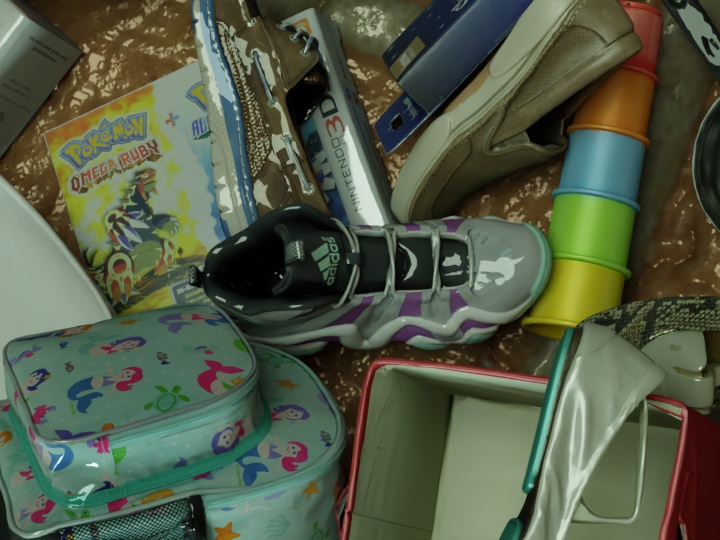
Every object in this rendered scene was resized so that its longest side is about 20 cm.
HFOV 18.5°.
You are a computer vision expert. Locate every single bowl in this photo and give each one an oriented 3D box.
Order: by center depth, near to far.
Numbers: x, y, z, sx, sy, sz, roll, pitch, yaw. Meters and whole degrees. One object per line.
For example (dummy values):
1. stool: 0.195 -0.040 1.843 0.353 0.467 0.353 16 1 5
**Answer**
1. bowl: -0.246 0.055 1.371 0.200 0.075 0.200 -45 62 2

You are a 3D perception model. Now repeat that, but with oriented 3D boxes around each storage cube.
1. storage cube: 0.098 0.151 1.211 0.199 0.180 0.172 7 83 21

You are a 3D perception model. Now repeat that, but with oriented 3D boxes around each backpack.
1. backpack: -0.106 0.107 1.228 0.199 0.178 0.151 -6 115 -16

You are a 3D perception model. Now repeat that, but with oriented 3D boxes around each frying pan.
1. frying pan: 0.220 -0.082 1.287 0.190 0.031 0.115 35 93 20

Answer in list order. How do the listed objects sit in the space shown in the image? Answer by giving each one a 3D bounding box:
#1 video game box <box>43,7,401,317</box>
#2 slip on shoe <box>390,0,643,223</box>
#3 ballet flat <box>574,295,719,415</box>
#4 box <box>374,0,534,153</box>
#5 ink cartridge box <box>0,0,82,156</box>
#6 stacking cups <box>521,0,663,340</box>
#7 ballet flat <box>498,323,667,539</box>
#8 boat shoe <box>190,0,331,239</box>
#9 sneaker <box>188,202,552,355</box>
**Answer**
1. video game box: -0.081 -0.041 1.381 0.200 0.047 0.183 -24 71 14
2. slip on shoe: 0.090 -0.085 1.288 0.061 0.076 0.200 46 120 13
3. ballet flat: 0.214 0.051 1.221 0.199 0.075 0.068 -1 119 3
4. box: 0.072 -0.157 1.310 0.032 0.121 0.200 42 97 -11
5. ink cartridge box: -0.305 -0.117 1.451 0.147 0.083 0.200 41 95 22
6. stacking cups: 0.138 -0.059 1.304 0.060 0.060 0.201 5 79 20
7. ballet flat: 0.100 0.126 1.091 0.069 0.069 0.201 19 86 21
8. boat shoe: -0.056 -0.113 1.331 0.072 0.072 0.201 -10 79 6
9. sneaker: 0.000 0.000 1.245 0.199 0.140 0.078 -13 72 16
